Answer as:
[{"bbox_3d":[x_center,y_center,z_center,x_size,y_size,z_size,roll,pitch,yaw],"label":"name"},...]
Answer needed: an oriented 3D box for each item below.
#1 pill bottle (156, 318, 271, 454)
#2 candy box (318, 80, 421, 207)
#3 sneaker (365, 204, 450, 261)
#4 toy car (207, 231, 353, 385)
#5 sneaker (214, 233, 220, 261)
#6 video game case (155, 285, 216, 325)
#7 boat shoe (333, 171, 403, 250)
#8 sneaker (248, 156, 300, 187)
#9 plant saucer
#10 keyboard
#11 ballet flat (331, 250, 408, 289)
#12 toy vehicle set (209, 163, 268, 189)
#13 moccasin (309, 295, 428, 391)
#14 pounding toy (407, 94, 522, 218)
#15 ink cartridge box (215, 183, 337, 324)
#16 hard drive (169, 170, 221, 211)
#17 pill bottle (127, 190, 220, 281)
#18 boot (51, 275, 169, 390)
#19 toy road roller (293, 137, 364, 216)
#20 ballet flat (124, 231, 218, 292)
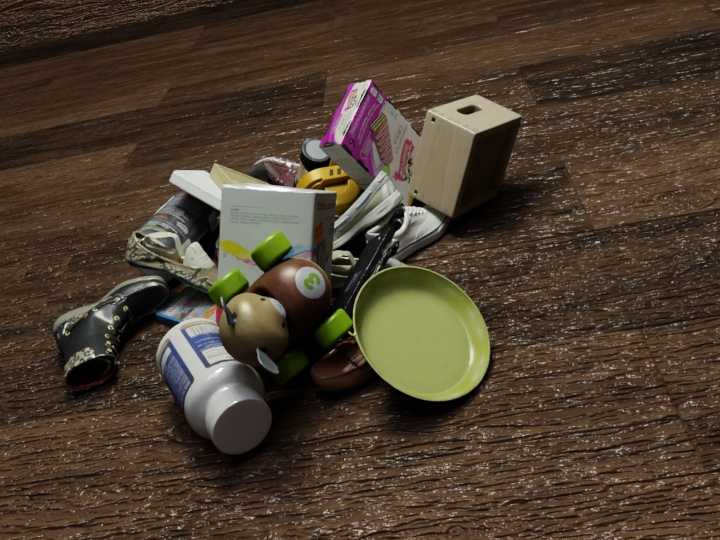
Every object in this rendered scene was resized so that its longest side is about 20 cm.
[{"bbox_3d":[-0.195,0.156,1.043,0.110,0.112,0.200,-27,35,-19],"label":"pill bottle"},{"bbox_3d":[0.033,-0.213,1.356,0.061,0.200,0.138,4,63,46],"label":"candy box"},{"bbox_3d":[0.086,-0.078,1.314,0.072,0.072,0.199,17,43,39],"label":"sneaker"},{"bbox_3d":[-0.117,0.060,0.975,0.157,0.165,0.200,-39,1,9],"label":"toy car"},{"bbox_3d":[-0.211,-0.027,1.359,0.083,0.078,0.200,-27,24,-9],"label":"sneaker"},{"bbox_3d":[-0.225,0.056,1.285,0.198,0.018,0.143,13,43,34],"label":"video game case"},{"bbox_3d":[-0.022,-0.092,1.329,0.201,0.065,0.075,-32,9,23],"label":"boat shoe"},{"bbox_3d":[-0.155,-0.165,1.532,0.197,0.076,0.116,5,41,25],"label":"sneaker"},{"bbox_3d":[0.079,0.087,1.035,0.197,0.031,0.202,11,54,-15],"label":"plant saucer"},{"bbox_3d":[0.004,0.016,1.135,0.127,0.021,0.201,-30,27,58],"label":"keyboard"},{"bbox_3d":[0.000,0.000,1.241,0.197,0.063,0.068,-1,35,19],"label":"ballet flat"},{"bbox_3d":[-0.189,-0.132,1.410,0.123,0.027,0.200,18,16,-35],"label":"toy vehicle set"},{"bbox_3d":[0.017,0.099,1.075,0.199,0.079,0.074,-25,37,-16],"label":"moccasin"},{"bbox_3d":[0.176,-0.204,1.363,0.141,0.186,0.199,32,38,27],"label":"pounding toy"},{"bbox_3d":[-0.122,-0.025,1.143,0.142,0.203,0.145,5,7,10],"label":"ink cartridge box"},{"bbox_3d":[-0.235,-0.126,1.415,0.198,0.027,0.132,30,13,9],"label":"hard drive"},{"bbox_3d":[-0.335,-0.078,1.441,0.105,0.107,0.201,4,38,25],"label":"pill bottle"},{"bbox_3d":[-0.390,0.100,1.238,0.201,0.074,0.154,-25,38,-9],"label":"boot"},{"bbox_3d":[-0.025,-0.158,1.430,0.197,0.123,0.147,-12,63,-22],"label":"toy road roller"},{"bbox_3d":[-0.308,-0.021,1.297,0.198,0.076,0.068,18,18,16],"label":"ballet flat"}]
